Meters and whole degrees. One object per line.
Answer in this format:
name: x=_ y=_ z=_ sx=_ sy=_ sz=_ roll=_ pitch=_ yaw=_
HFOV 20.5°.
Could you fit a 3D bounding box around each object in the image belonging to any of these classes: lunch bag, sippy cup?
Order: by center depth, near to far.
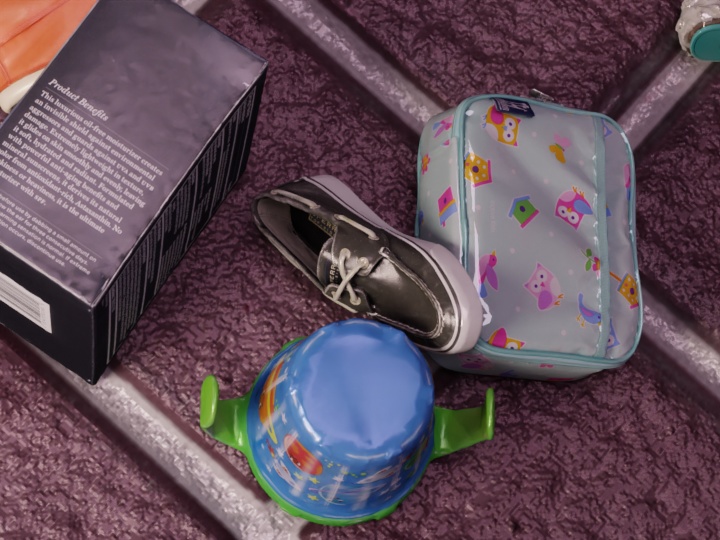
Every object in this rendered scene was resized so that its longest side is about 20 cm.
sippy cup: x=-0.007 y=0.093 z=1.328 sx=0.177 sy=0.130 sz=0.140 roll=-32 pitch=81 yaw=-16
lunch bag: x=0.122 y=-0.026 z=1.396 sx=0.160 sy=0.077 sz=0.201 roll=7 pitch=73 yaw=-23

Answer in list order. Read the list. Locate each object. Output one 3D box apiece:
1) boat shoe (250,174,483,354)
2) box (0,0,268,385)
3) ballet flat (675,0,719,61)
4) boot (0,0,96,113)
boat shoe: x=0.000 y=0.000 z=1.348 sx=0.063 sy=0.071 sz=0.200 roll=-10 pitch=34 yaw=-40
box: x=-0.168 y=-0.057 z=1.314 sx=0.123 sy=0.200 sz=0.199 roll=34 pitch=71 yaw=3
ballet flat: x=0.335 y=-0.190 z=1.499 sx=0.199 sy=0.072 sz=0.072 roll=5 pitch=73 yaw=-7
boot: x=-0.189 y=-0.188 z=1.421 sx=0.199 sy=0.075 sz=0.108 roll=-26 pitch=82 yaw=-6
